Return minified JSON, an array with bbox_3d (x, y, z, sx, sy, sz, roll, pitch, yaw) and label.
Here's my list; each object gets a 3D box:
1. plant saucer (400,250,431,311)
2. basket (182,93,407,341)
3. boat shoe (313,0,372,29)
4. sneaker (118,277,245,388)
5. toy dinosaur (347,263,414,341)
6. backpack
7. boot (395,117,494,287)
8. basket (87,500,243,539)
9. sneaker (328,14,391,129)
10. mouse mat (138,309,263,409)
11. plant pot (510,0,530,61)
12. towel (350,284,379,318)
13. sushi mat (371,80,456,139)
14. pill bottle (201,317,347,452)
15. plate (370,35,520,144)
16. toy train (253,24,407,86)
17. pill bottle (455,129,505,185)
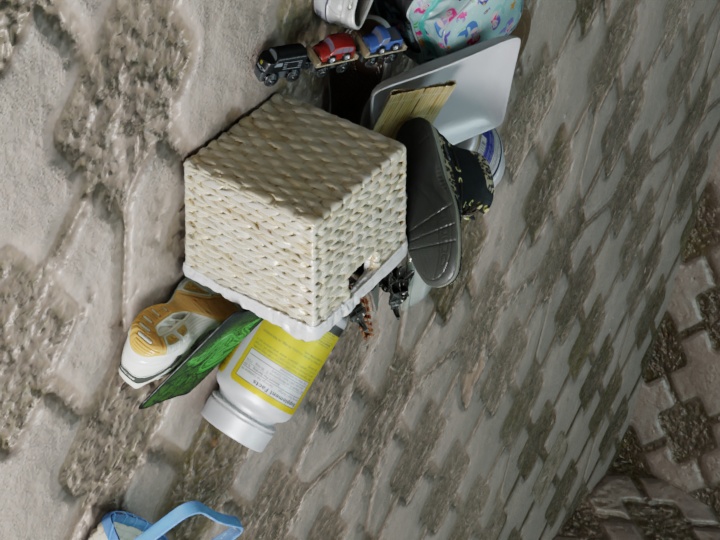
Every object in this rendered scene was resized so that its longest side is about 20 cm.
[{"bbox_3d":[0.091,-0.044,1.754,0.200,0.049,0.203,10,90,-87],"label":"plant saucer"},{"bbox_3d":[-0.070,-0.064,1.515,0.198,0.198,0.162,-42,147,-39],"label":"basket"},{"bbox_3d":[0.017,-0.369,1.539,0.202,0.065,0.072,-62,156,-2],"label":"boat shoe"},{"bbox_3d":[-0.206,0.068,1.554,0.199,0.076,0.088,-27,155,-50],"label":"sneaker"},{"bbox_3d":[0.000,0.000,1.695,0.102,0.136,0.201,-38,130,-2],"label":"toy dinosaur"},{"bbox_3d":[0.112,-0.336,1.678,0.178,0.150,0.200,-45,162,-8],"label":"backpack"},{"bbox_3d":[0.115,-0.072,1.635,0.153,0.073,0.207,16,60,-55],"label":"boot"},{"bbox_3d":[-0.248,0.348,1.626,0.198,0.140,0.176,-31,155,3],"label":"basket"},{"bbox_3d":[0.002,-0.231,1.665,0.085,0.072,0.202,-51,163,-51],"label":"sneaker"},{"bbox_3d":[-0.174,0.098,1.586,0.161,0.008,0.200,-45,174,9],"label":"mouse mat"},{"bbox_3d":[0.173,-0.330,1.872,0.201,0.092,0.202,-47,153,-33],"label":"plant pot"},{"bbox_3d":[0.004,-0.040,1.837,0.201,0.034,0.134,81,12,-51],"label":"towel"},{"bbox_3d":[0.042,-0.160,1.652,0.095,0.012,0.201,-11,152,-29],"label":"sushi mat"},{"bbox_3d":[-0.112,0.119,1.719,0.202,0.114,0.114,-58,156,-1],"label":"pill bottle"},{"bbox_3d":[0.094,-0.207,1.669,0.197,0.033,0.201,-22,157,-11],"label":"plate"},{"bbox_3d":[-0.029,-0.246,1.526,0.198,0.034,0.046,-16,147,-30],"label":"toy train"},{"bbox_3d":[0.137,-0.172,1.928,0.121,0.119,0.200,-63,157,1],"label":"pill bottle"}]
